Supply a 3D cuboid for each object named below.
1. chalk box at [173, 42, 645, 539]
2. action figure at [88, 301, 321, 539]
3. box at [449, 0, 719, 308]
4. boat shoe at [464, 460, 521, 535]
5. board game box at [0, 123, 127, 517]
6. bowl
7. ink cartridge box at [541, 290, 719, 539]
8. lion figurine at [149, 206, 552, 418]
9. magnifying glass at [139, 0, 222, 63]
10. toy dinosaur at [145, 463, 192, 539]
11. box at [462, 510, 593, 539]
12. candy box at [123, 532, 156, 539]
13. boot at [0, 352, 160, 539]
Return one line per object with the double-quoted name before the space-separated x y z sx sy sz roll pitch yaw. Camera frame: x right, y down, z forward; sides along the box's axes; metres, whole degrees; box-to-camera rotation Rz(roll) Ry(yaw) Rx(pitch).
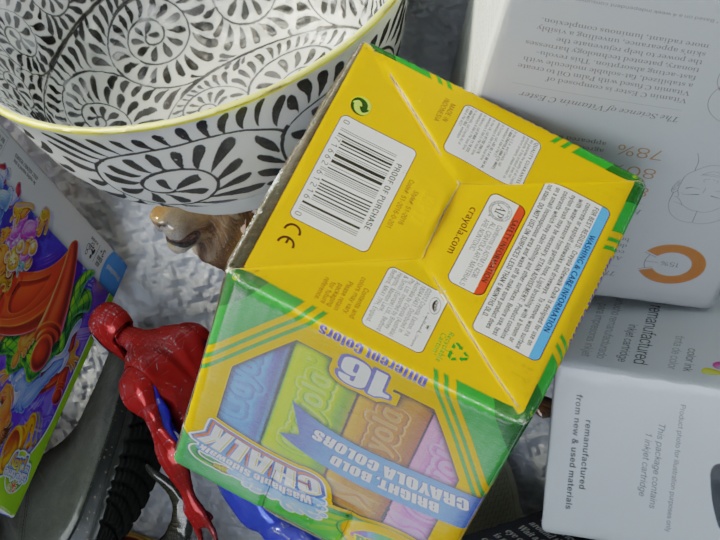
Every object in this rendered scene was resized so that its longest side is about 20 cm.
"chalk box" 0.011 0.033 0.892 0.123 0.125 0.200 26 148 4
"action figure" -0.055 0.089 1.041 0.200 0.065 0.052 47 144 5
"box" 0.105 -0.084 0.894 0.124 0.098 0.200 8 146 -4
"boat shoe" 0.044 0.143 1.086 0.067 0.072 0.201 -7 107 45
"board game box" -0.181 0.014 0.991 0.045 0.200 0.135 17 73 21
"bowl" -0.060 -0.087 0.958 0.199 0.201 0.095 -5 131 17
"ink cartridge box" 0.188 0.059 0.966 0.199 0.146 0.083 8 114 11
"lion figurine" 0.000 0.000 1.018 0.199 0.072 0.123 10 120 27
"magnifying glass" -0.142 -0.145 1.037 0.200 0.022 0.080 35 117 -2
"toy dinosaur" -0.093 0.198 1.078 0.102 0.077 0.201 -23 91 54
"box" 0.119 0.213 1.013 0.199 0.117 0.198 -14 116 -27
"candy box" -0.151 0.189 1.162 0.199 0.057 0.117 17 114 6
"boot" -0.176 0.109 1.094 0.130 0.068 0.201 18 85 13
